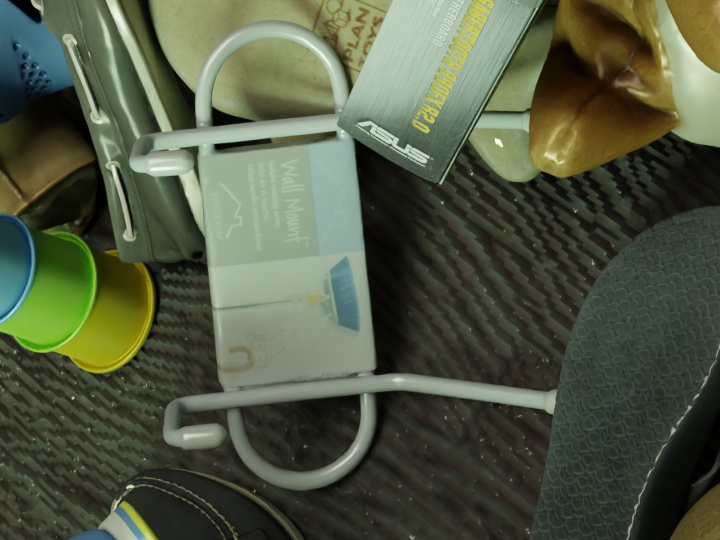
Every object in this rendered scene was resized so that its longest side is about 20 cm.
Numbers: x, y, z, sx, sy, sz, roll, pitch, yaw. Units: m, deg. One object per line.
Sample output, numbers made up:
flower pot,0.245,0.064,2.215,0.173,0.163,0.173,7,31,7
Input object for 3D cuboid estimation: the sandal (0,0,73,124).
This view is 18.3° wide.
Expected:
sandal,-0.126,-0.122,1.034,0.087,0.080,0.200,42,81,7

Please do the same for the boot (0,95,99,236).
boot,-0.179,-0.108,1.111,0.175,0.066,0.200,-52,54,20

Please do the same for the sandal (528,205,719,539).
sandal,0.107,0.071,0.854,0.076,0.043,0.201,20,91,50

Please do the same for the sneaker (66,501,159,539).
sneaker,-0.116,0.175,0.907,0.074,0.082,0.201,42,146,30

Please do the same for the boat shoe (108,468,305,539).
boat shoe,-0.053,0.144,0.933,0.200,0.063,0.073,42,102,37

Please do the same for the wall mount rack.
wall mount rack,0.000,0.000,0.902,0.173,0.075,0.201,-6,104,-3

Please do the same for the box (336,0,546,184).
box,0.070,-0.151,0.822,0.048,0.159,0.200,29,60,0

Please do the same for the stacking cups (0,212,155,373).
stacking cups,-0.177,0.000,0.983,0.060,0.200,0.061,-10,73,35

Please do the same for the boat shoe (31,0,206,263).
boat shoe,-0.114,-0.090,0.981,0.057,0.201,0.067,-16,24,11

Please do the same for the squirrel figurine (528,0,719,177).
squirrel figurine,0.150,-0.147,0.789,0.141,0.187,0.201,11,51,0

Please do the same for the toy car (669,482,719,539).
toy car,0.148,0.123,0.700,0.164,0.200,0.158,-30,60,27

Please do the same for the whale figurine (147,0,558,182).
whale figurine,0.008,-0.114,0.959,0.199,0.104,0.160,25,112,17
